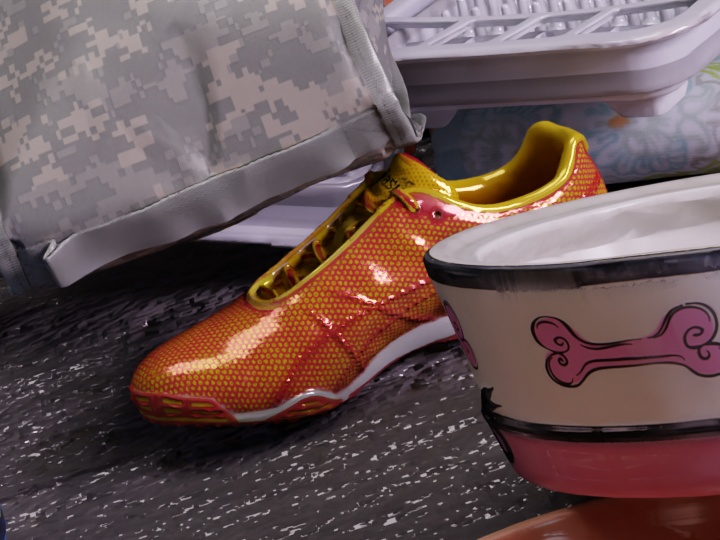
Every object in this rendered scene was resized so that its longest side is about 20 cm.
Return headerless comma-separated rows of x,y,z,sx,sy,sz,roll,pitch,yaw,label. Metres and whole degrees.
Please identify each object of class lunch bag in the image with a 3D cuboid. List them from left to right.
-0.070,-0.083,1.086,0.163,0.118,0.200,-20,46,7,lunch bag

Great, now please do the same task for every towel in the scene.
0.141,-0.090,1.235,0.171,0.048,0.200,-7,21,28,towel

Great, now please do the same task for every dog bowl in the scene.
0.122,0.014,0.863,0.199,0.074,0.200,-9,6,1,dog bowl

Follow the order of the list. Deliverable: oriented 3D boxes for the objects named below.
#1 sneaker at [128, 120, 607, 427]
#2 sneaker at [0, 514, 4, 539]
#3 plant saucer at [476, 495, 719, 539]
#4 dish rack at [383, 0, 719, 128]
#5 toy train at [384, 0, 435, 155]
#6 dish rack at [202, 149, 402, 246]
0.000,0.000,1.057,0.199,0.077,0.073,-25,23,-20,sneaker
-0.150,0.077,0.937,0.078,0.066,0.200,-41,25,2,sneaker
0.072,0.114,0.744,0.199,0.032,0.200,-16,19,5,plant saucer
0.099,-0.108,1.187,0.171,0.044,0.200,-2,24,32,dish rack
0.005,-0.093,1.346,0.150,0.056,0.200,-17,19,-2,toy train
-0.080,-0.084,1.223,0.199,0.044,0.172,2,43,-2,dish rack
